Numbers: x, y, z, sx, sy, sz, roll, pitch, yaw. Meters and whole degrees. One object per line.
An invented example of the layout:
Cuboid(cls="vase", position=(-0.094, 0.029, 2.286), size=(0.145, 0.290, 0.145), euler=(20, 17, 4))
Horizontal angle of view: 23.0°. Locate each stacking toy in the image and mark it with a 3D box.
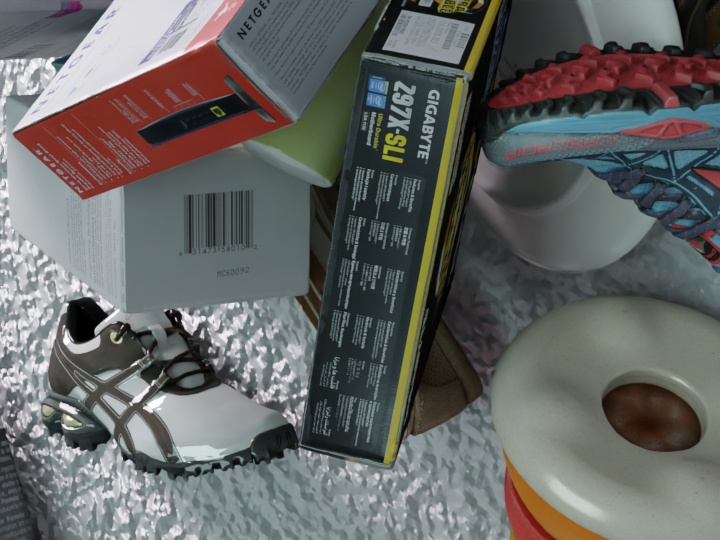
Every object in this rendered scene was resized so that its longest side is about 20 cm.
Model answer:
Cuboid(cls="stacking toy", position=(0.119, 0.124, 0.847), size=(0.146, 0.146, 0.200), euler=(41, 142, 27))

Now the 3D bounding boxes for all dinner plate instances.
Cuboid(cls="dinner plate", position=(0.079, -0.095, 0.843), size=(0.200, 0.024, 0.200), euler=(31, 128, 51))

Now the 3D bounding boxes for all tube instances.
Cuboid(cls="tube", position=(0.006, -0.139, 0.864), size=(0.058, 0.052, 0.200), euler=(25, 84, 23))

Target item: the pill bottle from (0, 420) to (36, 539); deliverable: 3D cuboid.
Cuboid(cls="pill bottle", position=(-0.282, 0.158, 1.181), size=(0.114, 0.114, 0.200), euler=(-19, 85, 41))

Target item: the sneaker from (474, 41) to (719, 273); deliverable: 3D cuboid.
Cuboid(cls="sneaker", position=(0.145, -0.040, 0.734), size=(0.079, 0.200, 0.096), euler=(-113, 25, -68))

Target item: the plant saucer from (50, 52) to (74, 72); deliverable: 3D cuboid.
Cuboid(cls="plant saucer", position=(-0.082, -0.109, 0.989), size=(0.200, 0.070, 0.019), euler=(14, 120, 38))

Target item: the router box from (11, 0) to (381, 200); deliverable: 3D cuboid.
Cuboid(cls="router box", position=(-0.048, -0.132, 0.799), size=(0.049, 0.200, 0.179), euler=(45, 148, -23))

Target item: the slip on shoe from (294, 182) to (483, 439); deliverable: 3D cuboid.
Cuboid(cls="slip on shoe", position=(0.000, 0.000, 0.948), size=(0.076, 0.061, 0.200), euler=(90, 157, -52))

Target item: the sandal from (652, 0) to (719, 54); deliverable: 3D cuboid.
Cuboid(cls="sandal", position=(0.145, -0.123, 0.803), size=(0.082, 0.055, 0.200), euler=(37, 136, 45))

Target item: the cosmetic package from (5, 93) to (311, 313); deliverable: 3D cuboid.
Cuboid(cls="cosmetic package", position=(-0.114, -0.045, 0.959), size=(0.200, 0.108, 0.085), euler=(-153, 61, -61))

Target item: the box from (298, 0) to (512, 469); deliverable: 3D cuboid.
Cuboid(cls="box", position=(0.024, -0.038, 0.792), size=(0.049, 0.160, 0.200), euler=(13, 123, 4))

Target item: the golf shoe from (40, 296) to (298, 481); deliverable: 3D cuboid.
Cuboid(cls="golf shoe", position=(-0.120, 0.066, 1.049), size=(0.200, 0.078, 0.095), euler=(9, 104, 38))

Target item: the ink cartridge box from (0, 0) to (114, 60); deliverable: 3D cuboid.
Cuboid(cls="ink cartridge box", position=(-0.218, -0.162, 1.005), size=(0.115, 0.200, 0.068), euler=(-15, 88, 41))
